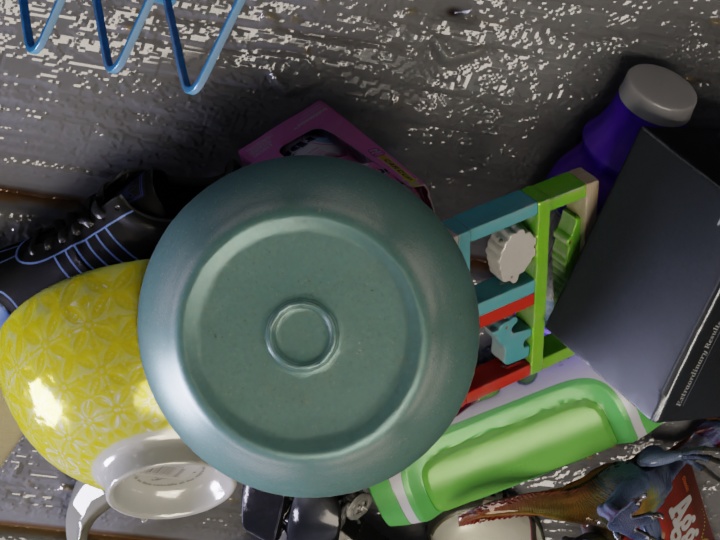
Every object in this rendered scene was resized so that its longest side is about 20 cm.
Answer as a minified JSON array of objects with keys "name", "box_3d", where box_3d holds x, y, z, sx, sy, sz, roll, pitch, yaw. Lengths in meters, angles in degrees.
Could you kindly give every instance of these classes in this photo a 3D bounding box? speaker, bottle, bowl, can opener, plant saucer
[{"name":"speaker","box_3d":[0.099,0.102,1.830,0.200,0.089,0.089,-21,132,6]},{"name":"bottle","box_3d":[0.154,-0.038,1.732,0.083,0.065,0.200,5,129,-24]},{"name":"bowl","box_3d":[-0.121,0.087,1.670,0.200,0.108,0.200,-6,150,-4]},{"name":"can opener","box_3d":[-0.038,0.195,1.849,0.079,0.063,0.200,20,127,22]},{"name":"plant saucer","box_3d":[-0.032,0.035,1.569,0.200,0.036,0.200,1,97,5]}]

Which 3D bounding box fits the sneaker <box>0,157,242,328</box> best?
[{"name":"sneaker","box_3d":[-0.155,-0.021,1.672,0.200,0.070,0.078,-10,122,5]}]

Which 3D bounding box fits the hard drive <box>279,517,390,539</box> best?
[{"name":"hard drive","box_3d":[0.003,0.260,1.919,0.200,0.038,0.140,39,116,-6]}]

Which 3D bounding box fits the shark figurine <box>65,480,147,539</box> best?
[{"name":"shark figurine","box_3d":[-0.151,0.151,1.813,0.128,0.090,0.214,30,116,-31]}]

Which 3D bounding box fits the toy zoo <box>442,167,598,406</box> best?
[{"name":"toy zoo","box_3d":[0.058,0.026,1.654,0.200,0.020,0.131,-23,131,-29]}]

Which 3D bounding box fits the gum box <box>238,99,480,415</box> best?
[{"name":"gum box","box_3d":[0.000,0.000,1.687,0.066,0.113,0.200,-34,135,-19]}]

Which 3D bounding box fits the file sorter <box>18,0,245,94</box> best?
[{"name":"file sorter","box_3d":[-0.162,-0.195,1.483,0.200,0.123,0.139,13,126,-23]}]

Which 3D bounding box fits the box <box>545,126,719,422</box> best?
[{"name":"box","box_3d":[0.238,0.001,1.698,0.200,0.107,0.149,-1,123,-46]}]

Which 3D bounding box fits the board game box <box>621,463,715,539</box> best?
[{"name":"board game box","box_3d":[0.223,0.232,1.978,0.103,0.019,0.200,-48,138,-25]}]

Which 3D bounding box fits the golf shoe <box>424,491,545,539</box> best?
[{"name":"golf shoe","box_3d":[0.108,0.234,1.946,0.077,0.088,0.200,-23,130,9]}]

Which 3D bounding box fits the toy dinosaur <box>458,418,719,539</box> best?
[{"name":"toy dinosaur","box_3d":[0.188,0.135,1.849,0.200,0.182,0.105,26,118,1]}]

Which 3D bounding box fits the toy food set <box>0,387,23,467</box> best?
[{"name":"toy food set","box_3d":[-0.299,0.074,1.737,0.200,0.060,0.144,25,109,-32]}]
